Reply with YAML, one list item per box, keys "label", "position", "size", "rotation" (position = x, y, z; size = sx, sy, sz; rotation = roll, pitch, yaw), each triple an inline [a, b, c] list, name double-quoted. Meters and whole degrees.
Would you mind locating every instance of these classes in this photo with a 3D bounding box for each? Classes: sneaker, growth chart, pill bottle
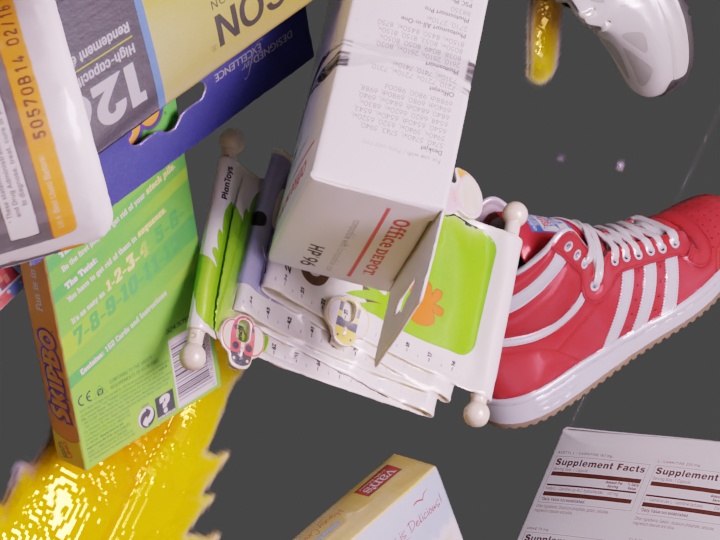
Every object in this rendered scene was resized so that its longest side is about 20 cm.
- label: "sneaker"
  position: [0.130, -0.011, 1.505]
  size: [0.200, 0.071, 0.113]
  rotation: [-37, 126, -26]
- label: "sneaker"
  position: [0.092, -0.157, 1.447]
  size: [0.115, 0.076, 0.201]
  rotation: [-38, 115, -18]
- label: "growth chart"
  position: [0.000, 0.000, 1.378]
  size: [0.200, 0.018, 0.145]
  rotation: [15, 70, -32]
- label: "pill bottle"
  position: [-0.207, -0.042, 1.095]
  size: [0.200, 0.116, 0.117]
  rotation: [-15, 114, -6]

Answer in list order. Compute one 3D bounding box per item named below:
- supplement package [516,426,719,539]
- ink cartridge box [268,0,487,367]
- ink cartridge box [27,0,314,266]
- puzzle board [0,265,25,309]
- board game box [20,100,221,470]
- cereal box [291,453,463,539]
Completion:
- label: "supplement package"
  position: [0.176, 0.224, 1.520]
  size: [0.191, 0.147, 0.200]
  rotation: [50, 56, -41]
- label: "ink cartridge box"
  position: [0.008, -0.068, 1.309]
  size: [0.068, 0.116, 0.200]
  rotation: [14, 68, -6]
- label: "ink cartridge box"
  position: [-0.091, -0.126, 1.227]
  size: [0.198, 0.047, 0.200]
  rotation: [-40, 132, -31]
- label: "puzzle board"
  position: [-0.184, -0.081, 1.250]
  size: [0.151, 0.017, 0.200]
  rotation: [-45, 127, -23]
- label: "board game box"
  position: [-0.119, -0.013, 1.299]
  size: [0.095, 0.030, 0.200]
  rotation: [-32, 128, -39]
- label: "cereal box"
  position: [0.012, 0.219, 1.479]
  size: [0.144, 0.039, 0.200]
  rotation: [-38, 122, -31]
